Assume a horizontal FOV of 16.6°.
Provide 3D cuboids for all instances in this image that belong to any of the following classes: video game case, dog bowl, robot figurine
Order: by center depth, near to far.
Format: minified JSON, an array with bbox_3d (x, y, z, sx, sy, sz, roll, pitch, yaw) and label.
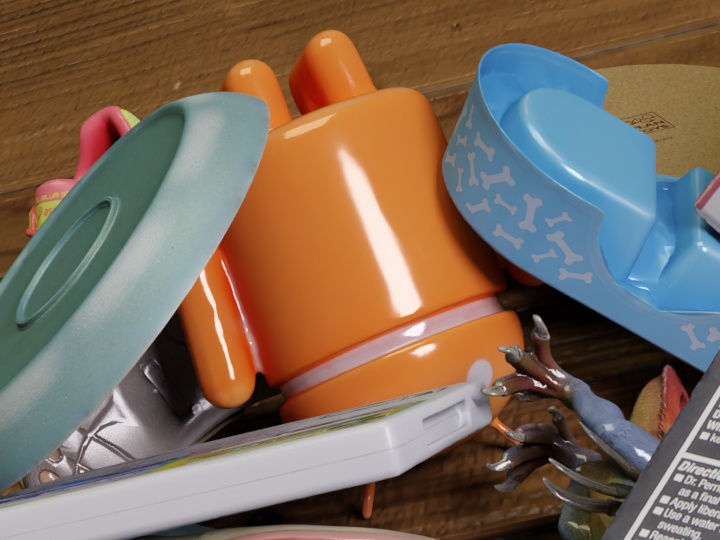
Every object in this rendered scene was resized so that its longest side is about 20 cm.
[{"bbox_3d":[-0.061,0.080,0.940,0.199,0.022,0.182,-14,-1,13],"label":"video game case"},{"bbox_3d":[0.122,-0.018,1.044,0.050,0.199,0.112,-55,13,30],"label":"dog bowl"},{"bbox_3d":[0.002,-0.001,1.073,0.116,0.201,0.144,-26,-7,37],"label":"robot figurine"}]

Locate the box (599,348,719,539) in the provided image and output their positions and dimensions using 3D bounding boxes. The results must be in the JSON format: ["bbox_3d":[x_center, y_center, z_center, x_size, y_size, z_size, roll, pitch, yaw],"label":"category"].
[{"bbox_3d":[0.172,0.123,0.712,0.199,0.124,0.199,16,55,34],"label":"box"}]

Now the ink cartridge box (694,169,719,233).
[{"bbox_3d":[0.238,-0.080,1.057,0.083,0.145,0.200,39,29,8],"label":"ink cartridge box"}]

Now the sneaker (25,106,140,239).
[{"bbox_3d":[-0.139,0.001,1.218,0.078,0.090,0.201,-12,42,29],"label":"sneaker"}]

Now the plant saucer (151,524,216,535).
[{"bbox_3d":[-0.122,0.156,0.971,0.200,0.039,0.201,-5,21,2],"label":"plant saucer"}]

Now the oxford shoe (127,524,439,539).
[{"bbox_3d":[-0.049,0.117,0.902,0.199,0.071,0.074,-4,17,3],"label":"oxford shoe"}]

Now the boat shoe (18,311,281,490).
[{"bbox_3d":[-0.079,0.042,1.137,0.200,0.076,0.072,-35,5,-20],"label":"boat shoe"}]

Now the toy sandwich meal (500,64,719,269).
[{"bbox_3d":[0.132,-0.039,1.195,0.204,0.071,0.205,-4,25,2],"label":"toy sandwich meal"}]

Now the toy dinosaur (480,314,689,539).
[{"bbox_3d":[0.117,0.094,0.924,0.199,0.105,0.181,-20,44,-33],"label":"toy dinosaur"}]

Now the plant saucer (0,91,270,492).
[{"bbox_3d":[-0.110,0.003,0.995,0.200,0.027,0.200,-46,18,19],"label":"plant saucer"}]
